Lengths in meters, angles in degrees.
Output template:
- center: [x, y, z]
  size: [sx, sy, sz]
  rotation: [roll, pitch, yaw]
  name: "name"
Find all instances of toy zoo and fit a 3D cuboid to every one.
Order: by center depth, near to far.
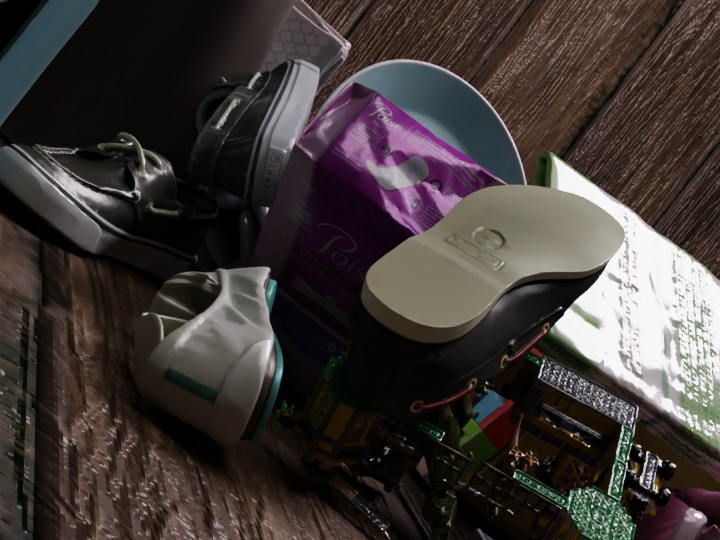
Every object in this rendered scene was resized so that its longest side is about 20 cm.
- center: [0.105, 0.055, 1.003]
  size: [0.021, 0.199, 0.131]
  rotation: [52, -1, -21]
  name: "toy zoo"

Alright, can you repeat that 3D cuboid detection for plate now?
- center: [0.037, -0.050, 1.100]
  size: [0.200, 0.201, 0.025]
  rotation: [36, -24, -24]
  name: "plate"

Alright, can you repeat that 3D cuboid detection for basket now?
- center: [-0.144, -0.150, 1.046]
  size: [0.180, 0.201, 0.136]
  rotation: [37, 4, -1]
  name: "basket"

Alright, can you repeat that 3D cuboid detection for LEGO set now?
- center: [0.047, 0.105, 0.786]
  size: [0.199, 0.116, 0.154]
  rotation: [24, 35, -6]
  name: "LEGO set"

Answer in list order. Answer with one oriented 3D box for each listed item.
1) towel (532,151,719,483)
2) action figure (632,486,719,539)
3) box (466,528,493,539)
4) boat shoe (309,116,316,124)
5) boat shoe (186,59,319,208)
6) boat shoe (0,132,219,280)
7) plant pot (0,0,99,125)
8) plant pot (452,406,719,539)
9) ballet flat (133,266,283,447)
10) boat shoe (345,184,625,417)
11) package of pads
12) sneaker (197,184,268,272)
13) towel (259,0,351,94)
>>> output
- center: [0.168, 0.036, 0.890]
  size: [0.199, 0.031, 0.150]
  rotation: [34, 40, -24]
  name: "towel"
- center: [0.165, 0.168, 0.819]
  size: [0.148, 0.134, 0.200]
  rotation: [36, 14, -15]
  name: "action figure"
- center: [0.127, 0.202, 0.617]
  size: [0.199, 0.049, 0.161]
  rotation: [37, 1, -15]
  name: "box"
- center: [-0.009, -0.013, 1.003]
  size: [0.071, 0.202, 0.076]
  rotation: [16, 29, 19]
  name: "boat shoe"
- center: [-0.069, -0.098, 0.974]
  size: [0.070, 0.073, 0.200]
  rotation: [15, 17, -3]
  name: "boat shoe"
- center: [-0.142, -0.047, 0.880]
  size: [0.071, 0.064, 0.200]
  rotation: [39, 4, 20]
  name: "boat shoe"
- center: [-0.218, -0.140, 0.779]
  size: [0.141, 0.142, 0.200]
  rotation: [38, -4, -3]
  name: "plant pot"
- center: [0.165, 0.113, 1.078]
  size: [0.177, 0.200, 0.200]
  rotation: [50, 0, -19]
  name: "plant pot"
- center: [-0.072, 0.030, 0.718]
  size: [0.069, 0.070, 0.200]
  rotation: [37, 5, -9]
  name: "ballet flat"
- center: [0.062, 0.010, 0.758]
  size: [0.073, 0.064, 0.201]
  rotation: [34, 36, 24]
  name: "boat shoe"
- center: [0.000, 0.000, 0.888]
  size: [0.120, 0.076, 0.200]
  rotation: [35, -38, 6]
  name: "package of pads"
- center: [-0.054, 0.000, 1.077]
  size: [0.201, 0.075, 0.115]
  rotation: [65, 30, -18]
  name: "sneaker"
- center: [-0.137, -0.150, 1.126]
  size: [0.191, 0.200, 0.032]
  rotation: [39, 6, -6]
  name: "towel"
